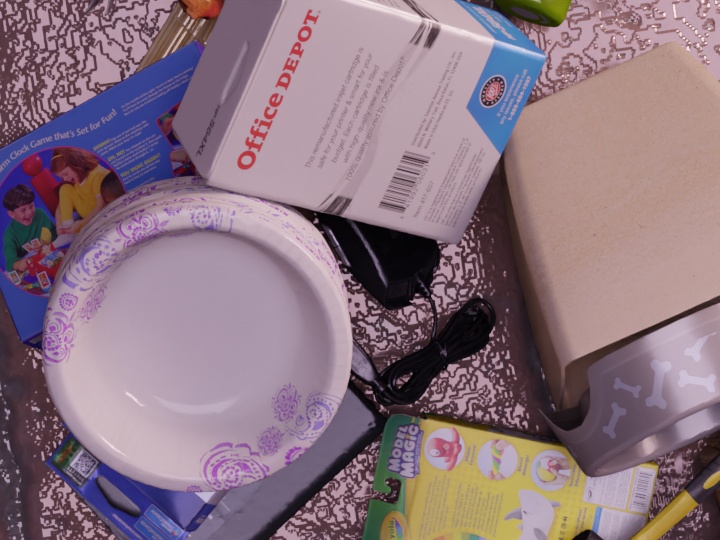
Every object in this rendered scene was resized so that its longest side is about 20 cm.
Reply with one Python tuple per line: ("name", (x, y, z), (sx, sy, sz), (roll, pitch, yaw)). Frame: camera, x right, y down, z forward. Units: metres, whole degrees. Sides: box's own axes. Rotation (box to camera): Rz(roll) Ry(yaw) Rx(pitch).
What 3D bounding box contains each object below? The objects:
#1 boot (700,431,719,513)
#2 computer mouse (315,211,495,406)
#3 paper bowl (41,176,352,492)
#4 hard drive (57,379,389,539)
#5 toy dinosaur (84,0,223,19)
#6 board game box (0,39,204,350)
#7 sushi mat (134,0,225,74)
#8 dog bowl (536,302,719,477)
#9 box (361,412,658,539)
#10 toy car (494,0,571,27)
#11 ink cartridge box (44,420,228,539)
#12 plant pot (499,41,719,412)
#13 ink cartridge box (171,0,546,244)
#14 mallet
("boot", (0.354, 0.142, 1.557), (0.200, 0.072, 0.167), (-38, 107, -4))
("computer mouse", (0.000, 0.000, 1.510), (0.140, 0.046, 0.201), (-43, 104, -40))
("paper bowl", (-0.106, 0.036, 1.413), (0.199, 0.104, 0.202), (-1, 111, -2))
("hard drive", (-0.097, 0.126, 1.544), (0.200, 0.033, 0.140), (-43, 93, 0))
("toy dinosaur", (-0.140, -0.267, 1.492), (0.181, 0.105, 0.200), (42, 90, -3))
("board game box", (-0.167, -0.051, 1.494), (0.199, 0.045, 0.135), (-27, 74, 8))
("sushi mat", (-0.076, -0.192, 1.517), (0.095, 0.012, 0.201), (35, 100, 12))
("dog bowl", (0.220, 0.078, 1.460), (0.199, 0.200, 0.059), (-24, 76, -1))
("box", (0.104, 0.174, 1.547), (0.198, 0.048, 0.118), (12, 92, -5))
("toy car", (0.167, -0.256, 1.439), (0.157, 0.199, 0.165), (26, 83, -42))
("ink cartridge box", (-0.120, 0.093, 1.502), (0.119, 0.042, 0.200), (39, 91, 9))
("plant pot", (0.191, -0.037, 1.475), (0.199, 0.200, 0.178), (-23, 77, -1))
("ink cartridge box", (-0.002, -0.115, 1.400), (0.199, 0.084, 0.147), (14, 113, -31))
("mallet", (0.231, 0.170, 1.500), (0.199, 0.041, 0.066), (-36, 97, 7))
